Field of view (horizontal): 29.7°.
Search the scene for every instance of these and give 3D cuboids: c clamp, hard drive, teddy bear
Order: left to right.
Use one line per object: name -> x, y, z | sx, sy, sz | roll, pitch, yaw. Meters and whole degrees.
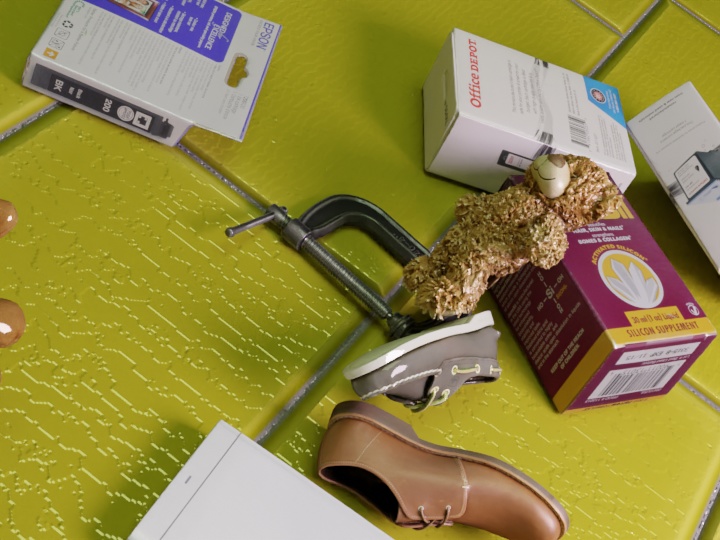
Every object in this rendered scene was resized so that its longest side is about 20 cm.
hard drive -> -0.051, 0.205, 0.950 | 0.199, 0.027, 0.132 | 35, 41, 3
c clamp -> 0.000, 0.000, 1.189 | 0.200, 0.027, 0.171 | 38, 36, 10
teddy bear -> 0.119, -0.035, 1.142 | 0.067, 0.199, 0.145 | 55, 17, -18

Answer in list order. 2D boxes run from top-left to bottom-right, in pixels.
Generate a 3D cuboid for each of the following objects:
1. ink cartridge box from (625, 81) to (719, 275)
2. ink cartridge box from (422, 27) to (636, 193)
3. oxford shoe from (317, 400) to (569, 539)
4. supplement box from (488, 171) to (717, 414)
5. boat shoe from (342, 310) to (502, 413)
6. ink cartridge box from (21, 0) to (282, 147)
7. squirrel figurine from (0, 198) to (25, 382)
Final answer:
ink cartridge box -> 0.370, -0.071, 1.387 | 0.146, 0.086, 0.201 | 35, 24, -54
ink cartridge box -> 0.167, -0.146, 1.383 | 0.199, 0.085, 0.147 | 17, 42, -14
oxford shoe -> 0.059, 0.172, 1.022 | 0.199, 0.072, 0.071 | 21, 45, 5
supplement box -> 0.205, 0.016, 1.232 | 0.130, 0.104, 0.201 | -6, 52, -33
boat shoe -> 0.057, 0.078, 1.081 | 0.201, 0.072, 0.061 | -14, 85, -58
ink cartridge box -> -0.186, -0.201, 1.256 | 0.199, 0.044, 0.199 | 22, 42, -8
squirrel figurine -> -0.315, 0.048, 0.855 | 0.199, 0.141, 0.188 | 17, 50, -33
